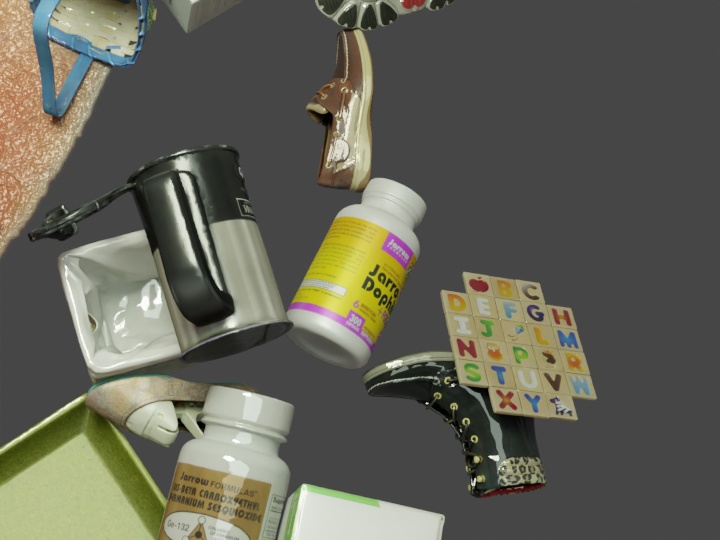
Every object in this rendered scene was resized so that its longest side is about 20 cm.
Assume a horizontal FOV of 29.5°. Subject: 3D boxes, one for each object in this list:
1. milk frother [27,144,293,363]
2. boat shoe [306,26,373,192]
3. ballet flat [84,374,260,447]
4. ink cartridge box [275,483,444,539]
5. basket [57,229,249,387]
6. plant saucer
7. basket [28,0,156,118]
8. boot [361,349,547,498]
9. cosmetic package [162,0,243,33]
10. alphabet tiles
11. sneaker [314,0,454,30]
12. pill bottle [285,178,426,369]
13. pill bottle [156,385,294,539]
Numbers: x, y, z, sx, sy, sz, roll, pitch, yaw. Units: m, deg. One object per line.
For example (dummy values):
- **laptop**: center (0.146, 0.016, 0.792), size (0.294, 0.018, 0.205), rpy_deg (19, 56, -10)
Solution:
- **milk frother**: center (-0.197, -0.002, 1.332), size (0.199, 0.180, 0.189), rpy_deg (-24, 76, 25)
- **boat shoe**: center (-0.027, -0.189, 1.578), size (0.072, 0.072, 0.201), rpy_deg (3, 78, -12)
- **ballet flat**: center (-0.184, 0.148, 1.413), size (0.199, 0.068, 0.067), rpy_deg (3, 47, -32)
- **ink cartridge box**: center (-0.016, 0.284, 1.374), size (0.145, 0.200, 0.084), rpy_deg (14, 69, -9)
- **basket**: center (-0.208, 0.035, 1.441), size (0.199, 0.123, 0.136), rpy_deg (-15, 78, -18)
- **plant saucer**: center (-0.304, 0.261, 1.393), size (0.199, 0.048, 0.200), rpy_deg (-33, 84, -20)
- **basket**: center (-0.299, -0.286, 1.485), size (0.139, 0.177, 0.200), rpy_deg (24, 61, 4)
- **boot**: center (0.108, 0.169, 1.499), size (0.203, 0.074, 0.154), rpy_deg (-1, 69, -17)
- **cosmetic package**: center (-0.151, -0.379, 1.596), size (0.200, 0.081, 0.113), rpy_deg (-37, 83, -19)
- **alphabet tiles**: center (0.176, 0.082, 1.526), size (0.166, 0.006, 0.201), rpy_deg (8, 45, -18)
- **sneaker**: center (0.025, -0.332, 1.622), size (0.199, 0.083, 0.081), rpy_deg (-12, 109, -32)
- **pill bottle**: center (0.000, 0.000, 1.510), size (0.104, 0.104, 0.201), rpy_deg (28, 70, -4)
- **pill bottle**: center (-0.131, 0.221, 1.352), size (0.114, 0.114, 0.201), rpy_deg (15, 79, -9)
